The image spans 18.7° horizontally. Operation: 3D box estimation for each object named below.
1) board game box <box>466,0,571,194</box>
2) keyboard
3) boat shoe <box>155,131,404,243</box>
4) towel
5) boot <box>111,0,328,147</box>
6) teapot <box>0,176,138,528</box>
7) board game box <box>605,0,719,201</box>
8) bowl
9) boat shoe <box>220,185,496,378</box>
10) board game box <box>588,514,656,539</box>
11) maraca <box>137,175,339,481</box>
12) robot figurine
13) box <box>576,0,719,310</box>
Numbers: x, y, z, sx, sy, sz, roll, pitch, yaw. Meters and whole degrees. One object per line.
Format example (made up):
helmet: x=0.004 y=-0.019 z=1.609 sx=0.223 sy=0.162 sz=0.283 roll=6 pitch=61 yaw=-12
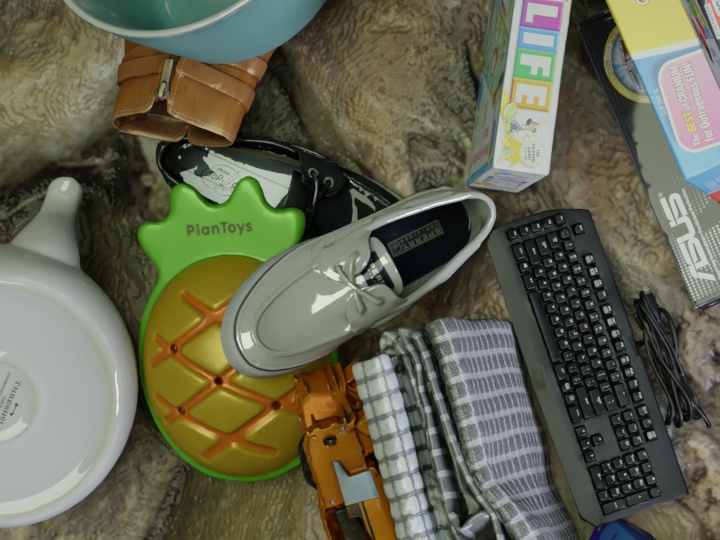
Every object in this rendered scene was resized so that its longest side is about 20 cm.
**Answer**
board game box: x=0.098 y=-0.121 z=1.351 sx=0.034 sy=0.200 sz=0.136 roll=8 pitch=89 yaw=-2
keyboard: x=0.158 y=0.052 z=1.387 sx=0.103 sy=0.040 sz=0.202 roll=-17 pitch=82 yaw=-14
boat shoe: x=-0.050 y=-0.048 z=1.456 sx=0.198 sy=0.066 sz=0.075 roll=28 pitch=93 yaw=15
towel: x=0.071 y=0.113 z=1.344 sx=0.085 sy=0.200 sz=0.167 roll=-17 pitch=83 yaw=13
boot: x=-0.067 y=-0.155 z=1.442 sx=0.198 sy=0.074 sz=0.156 roll=0 pitch=62 yaw=29
teapot: x=-0.241 y=0.072 z=1.466 sx=0.199 sy=0.146 sz=0.199 roll=-25 pitch=103 yaw=0
board game box: x=0.182 y=-0.145 z=1.307 sx=0.040 sy=0.153 sz=0.201 roll=-25 pitch=80 yaw=14
bowl: x=-0.088 y=-0.212 z=1.375 sx=0.199 sy=0.105 sz=0.202 roll=-10 pitch=64 yaw=21
boat shoe: x=0.000 y=0.000 z=1.381 sx=0.199 sy=0.065 sz=0.074 roll=-36 pitch=98 yaw=-25
board game box: x=0.168 y=0.255 z=1.320 sx=0.045 sy=0.200 sz=0.153 roll=28 pitch=95 yaw=-26
maraca: x=-0.083 y=0.040 z=1.432 sx=0.136 sy=0.107 sz=0.202 roll=-6 pitch=99 yaw=9
robot figurine: x=0.009 y=0.165 z=1.374 sx=0.058 sy=0.145 sz=0.201 roll=-19 pitch=110 yaw=0
box: x=0.248 y=-0.097 z=1.388 sx=0.159 sy=0.044 sz=0.201 roll=-23 pitch=81 yaw=13
